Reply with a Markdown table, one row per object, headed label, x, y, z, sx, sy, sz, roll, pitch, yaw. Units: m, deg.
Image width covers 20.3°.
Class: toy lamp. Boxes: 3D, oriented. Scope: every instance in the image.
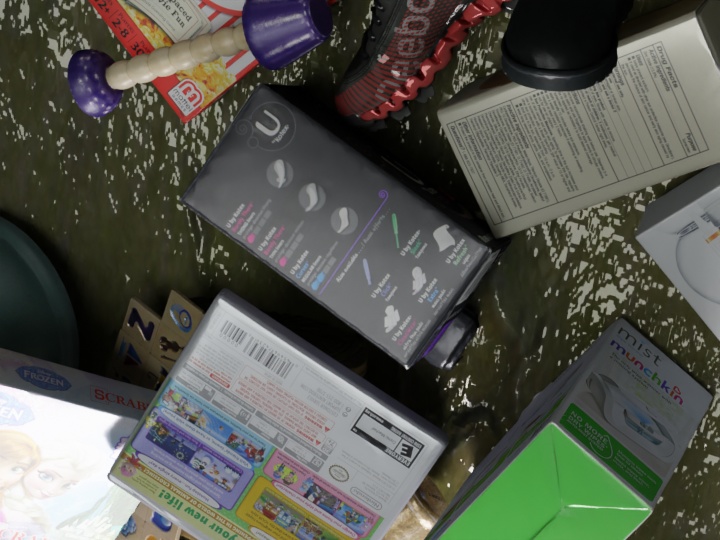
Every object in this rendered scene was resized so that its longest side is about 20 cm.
| label | x | y | z | sx | sy | sz | roll | pitch | yaw |
| --- | --- | --- | --- | --- | --- | --- | --- | --- | --- |
| toy lamp | -0.112 | -0.155 | 1.416 | 0.200 | 0.058 | 0.058 | -12 | 107 | 30 |

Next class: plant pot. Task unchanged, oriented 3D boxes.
| label | x | y | z | sx | sy | sz | roll | pitch | yaw |
| --- | --- | --- | --- | --- | --- | --- | --- | --- | --- |
| plant pot | -0.344 | 0.063 | 1.603 | 0.200 | 0.134 | 0.201 | 11 | 113 | 28 |

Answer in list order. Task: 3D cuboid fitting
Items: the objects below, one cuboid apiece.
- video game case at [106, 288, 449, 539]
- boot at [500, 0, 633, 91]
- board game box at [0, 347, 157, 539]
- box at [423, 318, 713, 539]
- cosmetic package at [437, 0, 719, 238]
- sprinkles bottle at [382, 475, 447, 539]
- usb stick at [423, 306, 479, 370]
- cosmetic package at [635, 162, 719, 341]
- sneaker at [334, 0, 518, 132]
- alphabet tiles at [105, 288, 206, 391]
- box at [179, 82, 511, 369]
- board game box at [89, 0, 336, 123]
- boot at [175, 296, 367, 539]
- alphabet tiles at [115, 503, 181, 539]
| label | x | y | z | sx | sy | sz | roll | pitch | yaw |
| --- | --- | --- | --- | --- | --- | --- | --- | --- | --- |
| video game case | -0.063 | 0.138 | 1.488 | 0.200 | 0.022 | 0.182 | 33 | 112 | 0 |
| boot | 0.139 | -0.220 | 1.255 | 0.073 | 0.198 | 0.163 | 10 | 122 | 16 |
| board game box | -0.265 | 0.152 | 1.555 | 0.200 | 0.041 | 0.200 | 17 | 127 | -26 |
| box | 0.135 | 0.157 | 1.426 | 0.097 | 0.176 | 0.200 | 41 | 121 | 3 |
| cosmetic package | 0.165 | -0.105 | 1.359 | 0.200 | 0.071 | 0.105 | -18 | 105 | 29 |
| sprinkles bottle | -0.027 | 0.224 | 1.558 | 0.200 | 0.068 | 0.068 | -35 | 95 | 14 |
| usb stick | 0.000 | 0.000 | 1.501 | 0.200 | 0.033 | 0.055 | 37 | 120 | 6 |
| cosmetic package | 0.308 | -0.024 | 1.336 | 0.200 | 0.052 | 0.151 | -34 | 105 | 31 |
| sneaker | 0.036 | -0.181 | 1.373 | 0.098 | 0.071 | 0.200 | 33 | 122 | -20 |
| alphabet tiles | -0.118 | 0.114 | 1.555 | 0.200 | 0.006 | 0.167 | 37 | 127 | 21 |
| box | -0.008 | -0.035 | 1.420 | 0.200 | 0.122 | 0.106 | 36 | 99 | 6 |
| board game box | -0.098 | -0.223 | 1.439 | 0.200 | 0.046 | 0.152 | -36 | 95 | 31 |
| boot | -0.074 | 0.131 | 1.577 | 0.175 | 0.066 | 0.200 | 17 | 118 | 30 |
| alphabet tiles | -0.219 | 0.204 | 1.668 | 0.167 | 0.008 | 0.200 | 33 | 127 | 24 |
